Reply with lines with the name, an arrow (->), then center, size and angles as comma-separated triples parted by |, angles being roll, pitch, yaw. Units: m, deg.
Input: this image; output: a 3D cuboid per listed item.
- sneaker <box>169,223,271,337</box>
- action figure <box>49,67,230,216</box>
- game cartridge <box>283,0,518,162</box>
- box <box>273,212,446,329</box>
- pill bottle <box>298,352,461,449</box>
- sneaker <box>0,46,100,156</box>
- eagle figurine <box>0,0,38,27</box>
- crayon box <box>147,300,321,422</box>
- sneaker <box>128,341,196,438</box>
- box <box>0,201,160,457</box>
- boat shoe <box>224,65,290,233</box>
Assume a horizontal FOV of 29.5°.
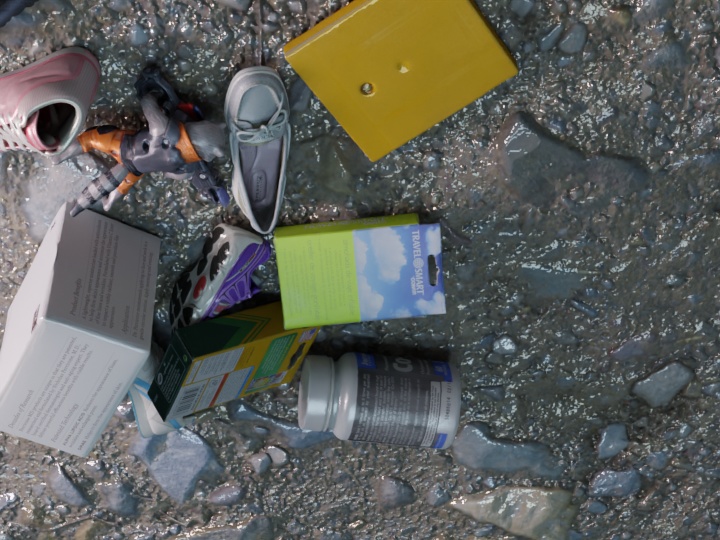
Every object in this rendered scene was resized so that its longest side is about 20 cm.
sneaker -> -0.171, 0.031, 1.662 | 0.083, 0.081, 0.200 | 13, 133, -32
action figure -> -0.225, -0.112, 1.516 | 0.192, 0.105, 0.201 | -18, 130, 23
game cartridge -> 0.045, -0.229, 1.481 | 0.199, 0.033, 0.176 | -30, 126, 18
box -> 0.000, 0.000, 1.642 | 0.197, 0.048, 0.123 | -5, 112, 1
pill bottle -> 0.023, 0.166, 1.766 | 0.197, 0.115, 0.115 | 7, 131, -10
sneaker -> -0.368, -0.159, 1.461 | 0.198, 0.105, 0.076 | -24, 131, 18
eagle figurine -> -0.420, -0.261, 1.375 | 0.202, 0.150, 0.151 | -62, 159, 6
crayon box -> -0.156, 0.108, 1.694 | 0.198, 0.052, 0.126 | -14, 146, -39
sneaker -> -0.262, 0.131, 1.748 | 0.080, 0.077, 0.201 | -12, 137, -4
box -> -0.334, 0.069, 1.597 | 0.129, 0.200, 0.201 | 21, 127, -21
boat shoe -> -0.111, -0.134, 1.517 | 0.073, 0.065, 0.204 | -8, 134, -17
